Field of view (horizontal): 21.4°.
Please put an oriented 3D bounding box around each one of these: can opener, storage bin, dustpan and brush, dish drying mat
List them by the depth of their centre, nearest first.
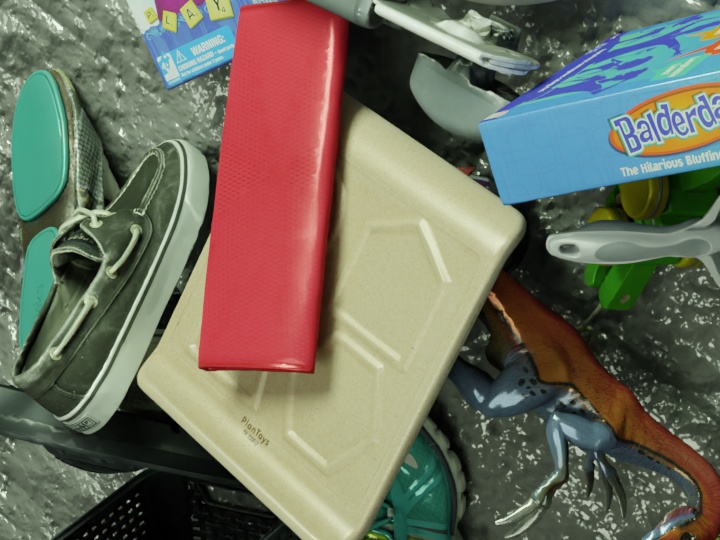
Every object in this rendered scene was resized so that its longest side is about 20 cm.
[{"bbox_3d":[0.189,-0.020,0.895,0.198,0.058,0.141,4,132,11],"label":"dustpan and brush"},{"bbox_3d":[0.003,-0.124,0.959,0.199,0.053,0.067,29,110,33],"label":"can opener"},{"bbox_3d":[-0.045,-0.046,1.012,0.076,0.018,0.202,-1,78,37],"label":"dish drying mat"},{"bbox_3d":[-0.126,0.212,1.190,0.134,0.200,0.095,7,114,32],"label":"storage bin"}]

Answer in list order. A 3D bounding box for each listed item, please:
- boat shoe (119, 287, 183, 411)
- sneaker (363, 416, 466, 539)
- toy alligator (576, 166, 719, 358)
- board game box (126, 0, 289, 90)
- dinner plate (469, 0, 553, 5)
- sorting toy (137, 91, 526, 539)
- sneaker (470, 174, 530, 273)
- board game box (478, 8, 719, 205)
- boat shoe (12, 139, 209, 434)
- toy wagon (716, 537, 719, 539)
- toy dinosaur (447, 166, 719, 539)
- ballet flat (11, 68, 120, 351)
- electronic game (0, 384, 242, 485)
[{"bbox_3d":[-0.127,0.048,1.207,0.199,0.062,0.075,10,120,48],"label":"boat shoe"},{"bbox_3d":[0.022,0.163,1.144,0.077,0.080,0.202,-4,109,36],"label":"sneaker"},{"bbox_3d":[0.144,-0.023,0.994,0.200,0.059,0.055,121,144,-51],"label":"toy alligator"},{"bbox_3d":[-0.071,-0.225,1.048,0.199,0.041,0.201,-19,100,38],"label":"board game box"},{"bbox_3d":[0.068,-0.222,0.928,0.198,0.024,0.202,7,118,12],"label":"dinner plate"},{"bbox_3d":[-0.017,0.020,1.010,0.185,0.036,0.201,37,102,37],"label":"sorting toy"},{"bbox_3d":[0.000,0.000,1.076,0.199,0.087,0.075,-11,105,38],"label":"sneaker"},{"bbox_3d":[0.175,-0.089,0.872,0.198,0.152,0.045,-9,106,36],"label":"board game box"},{"bbox_3d":[-0.144,-0.006,1.105,0.064,0.201,0.070,37,140,-27],"label":"boat shoe"},{"bbox_3d":[0.199,0.211,1.049,0.199,0.039,0.156,26,139,35],"label":"toy wagon"},{"bbox_3d":[0.109,0.073,0.992,0.180,0.105,0.202,17,128,20],"label":"toy dinosaur"},{"bbox_3d":[-0.180,-0.027,1.186,0.072,0.072,0.202,-26,59,40],"label":"ballet flat"},{"bbox_3d":[-0.164,0.105,1.183,0.198,0.199,0.042,10,85,31],"label":"electronic game"}]
